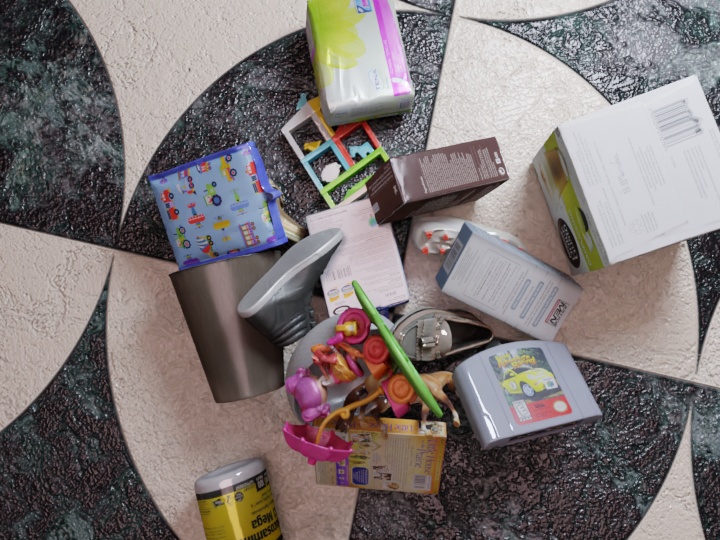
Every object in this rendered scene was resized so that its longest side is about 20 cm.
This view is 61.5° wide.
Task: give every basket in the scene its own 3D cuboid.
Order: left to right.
[{"bbox_3d":[-0.188,0.089,0.936,0.175,0.136,0.207,-12,88,-11],"label":"basket"}]

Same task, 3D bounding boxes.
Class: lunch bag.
[{"bbox_3d":[-0.203,-0.097,0.912,0.195,0.094,0.155,-9,103,31],"label":"lunch bag"}]

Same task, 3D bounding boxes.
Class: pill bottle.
[{"bbox_3d":[-0.175,0.400,0.911,0.109,0.112,0.206,-16,84,2],"label":"pill bottle"}]

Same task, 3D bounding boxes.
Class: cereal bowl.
[{"bbox_3d":[-0.027,0.137,0.906,0.197,0.201,0.084,-34,47,-1],"label":"cereal bowl"}]

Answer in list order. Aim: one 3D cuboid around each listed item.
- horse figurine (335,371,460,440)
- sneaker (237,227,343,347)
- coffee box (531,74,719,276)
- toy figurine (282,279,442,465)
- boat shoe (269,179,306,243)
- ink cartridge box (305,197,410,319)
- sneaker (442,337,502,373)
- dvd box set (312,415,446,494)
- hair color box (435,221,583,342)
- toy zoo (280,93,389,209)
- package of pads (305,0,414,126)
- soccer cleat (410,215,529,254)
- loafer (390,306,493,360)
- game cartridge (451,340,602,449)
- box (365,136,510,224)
[{"bbox_3d":[0.060,0.184,0.862,0.193,0.134,0.051,-3,119,1],"label":"horse figurine"},{"bbox_3d":[-0.084,0.028,0.899,0.200,0.070,0.100,-45,120,-21],"label":"sneaker"},{"bbox_3d":[0.391,-0.125,0.885,0.194,0.198,0.206,-19,84,3],"label":"coffee box"},{"bbox_3d":[-0.025,0.147,0.756,0.182,0.150,0.203,-35,74,1],"label":"toy figurine"},{"bbox_3d":[-0.162,-0.119,0.981,0.198,0.074,0.067,36,93,6],"label":"boat shoe"},{"bbox_3d":[0.000,0.000,0.958,0.132,0.076,0.206,-15,82,3],"label":"ink cartridge box"},{"bbox_3d":[0.228,0.184,0.937,0.197,0.060,0.106,34,88,10],"label":"sneaker"},{"bbox_3d":[0.027,0.276,0.907,0.193,0.030,0.150,3,129,4],"label":"dvd box set"},{"bbox_3d":[0.222,0.019,0.911,0.196,0.061,0.101,25,106,-11],"label":"hair color box"},{"bbox_3d":[-0.044,-0.213,1.010,0.129,0.020,0.203,-33,83,0],"label":"toy zoo"},{"bbox_3d":[-0.006,-0.346,0.983,0.150,0.068,0.206,-11,79,-7],"label":"package of pads"},{"bbox_3d":[0.174,-0.050,0.961,0.194,0.078,0.071,12,121,-9],"label":"soccer cleat"},{"bbox_3d":[0.123,0.093,0.887,0.062,0.196,0.074,13,102,43],"label":"loafer"},{"bbox_3d":[0.234,0.169,0.862,0.194,0.041,0.135,-7,51,-20],"label":"game cartridge"},{"bbox_3d":[0.116,-0.136,0.916,0.195,0.100,0.077,-17,83,-26],"label":"box"}]
